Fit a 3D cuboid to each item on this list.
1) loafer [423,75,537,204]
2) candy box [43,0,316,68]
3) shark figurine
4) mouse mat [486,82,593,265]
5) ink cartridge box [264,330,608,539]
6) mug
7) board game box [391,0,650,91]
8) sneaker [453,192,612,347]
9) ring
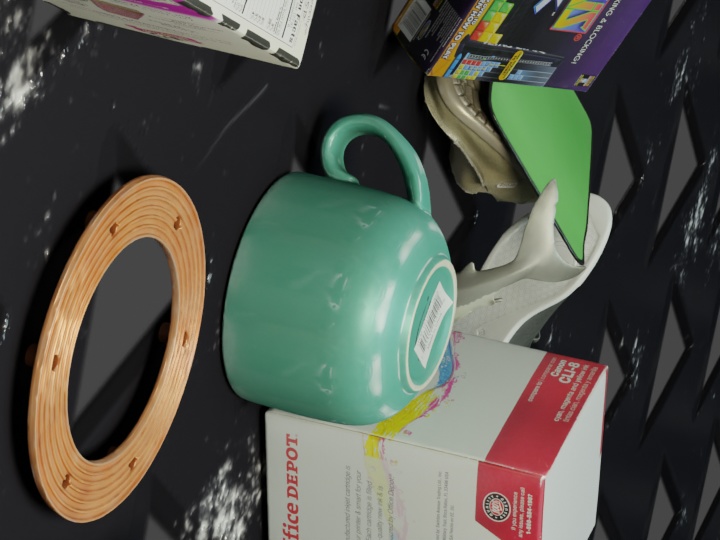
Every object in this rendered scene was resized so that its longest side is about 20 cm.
[{"bbox_3d":[0.093,-0.093,1.907,0.200,0.068,0.076,38,37,-53],"label":"loafer"},{"bbox_3d":[-0.114,-0.155,1.204,0.200,0.136,0.061,23,82,-71],"label":"candy box"},{"bbox_3d":[0.055,-0.001,1.824,0.128,0.214,0.090,-26,91,-30],"label":"shark figurine"},{"bbox_3d":[0.137,-0.115,1.927,0.161,0.008,0.200,57,25,-28],"label":"mouse mat"},{"bbox_3d":[0.051,0.136,1.754,0.145,0.200,0.145,-54,152,-51],"label":"ink cartridge box"},{"bbox_3d":[-0.004,0.008,1.640,0.152,0.114,0.185,-42,141,-58],"label":"mug"},{"bbox_3d":[0.138,-0.216,1.741,0.165,0.057,0.200,2,133,-42],"label":"board game box"},{"bbox_3d":[0.128,0.018,2.021,0.200,0.071,0.099,-50,169,9],"label":"sneaker"},{"bbox_3d":[-0.139,0.043,1.440,0.200,0.019,0.201,15,90,-71],"label":"ring"}]
